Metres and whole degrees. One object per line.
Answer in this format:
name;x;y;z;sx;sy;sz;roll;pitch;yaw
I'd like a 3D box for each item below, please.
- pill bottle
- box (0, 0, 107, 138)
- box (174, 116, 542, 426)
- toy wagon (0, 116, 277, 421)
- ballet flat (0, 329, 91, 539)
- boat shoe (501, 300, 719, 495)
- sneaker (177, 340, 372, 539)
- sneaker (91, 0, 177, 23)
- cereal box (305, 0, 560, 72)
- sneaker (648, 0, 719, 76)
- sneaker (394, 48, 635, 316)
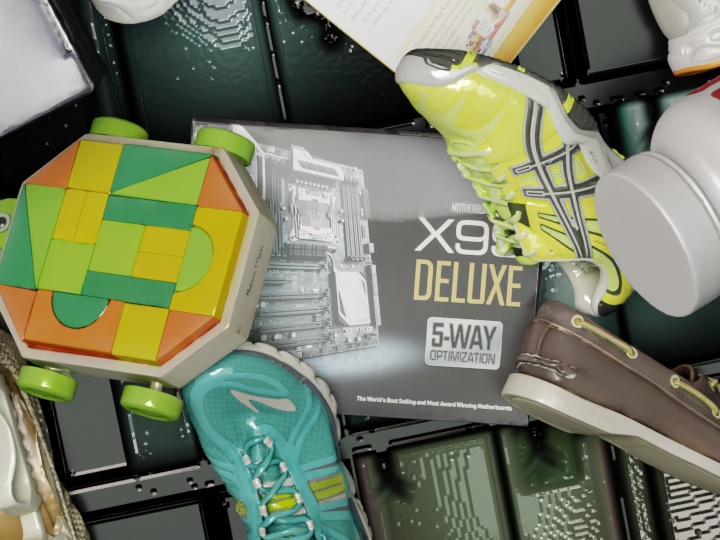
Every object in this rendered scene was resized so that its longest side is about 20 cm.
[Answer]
pill bottle;0.226;-0.060;1.507;0.199;0.112;0.113;-30;98;-19
box;-0.227;-0.160;1.489;0.117;0.200;0.197;-27;97;0
box;0.000;0.000;1.595;0.199;0.050;0.159;4;96;-4
toy wagon;-0.141;-0.006;1.538;0.199;0.040;0.156;8;75;29
ballet flat;-0.191;0.129;1.586;0.067;0.075;0.201;-16;98;-3
boat shoe;0.170;0.078;1.593;0.199;0.072;0.060;24;79;-25
sneaker;-0.039;0.121;1.558;0.077;0.080;0.201;-19;122;13
sneaker;-0.106;-0.234;1.513;0.078;0.099;0.201;17;83;32
cereal box;0.021;-0.197;1.579;0.200;0.040;0.144;39;95;-6
sneaker;0.244;-0.188;1.580;0.199;0.076;0.092;-28;93;-1
sneaker;0.092;-0.048;1.523;0.200;0.075;0.077;36;75;-28
